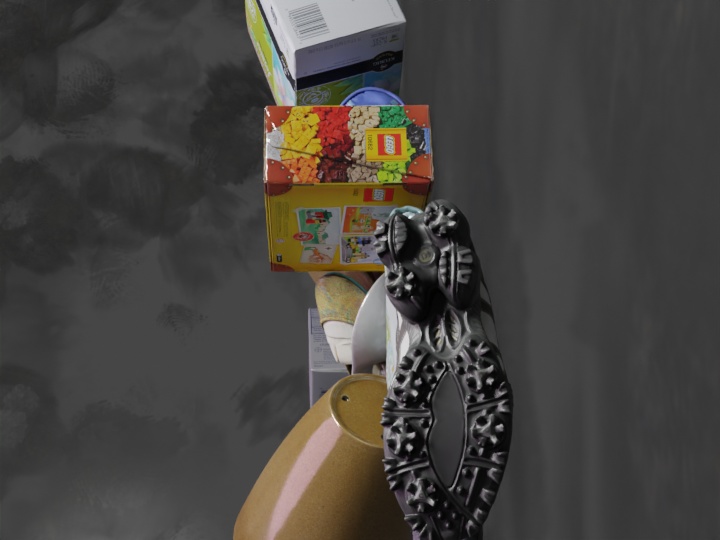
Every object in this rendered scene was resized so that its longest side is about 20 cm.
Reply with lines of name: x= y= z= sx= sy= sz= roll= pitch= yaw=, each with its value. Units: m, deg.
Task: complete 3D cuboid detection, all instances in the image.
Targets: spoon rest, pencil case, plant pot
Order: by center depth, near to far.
plant pot: x=-0.011 y=0.202 z=1.093 sx=0.187 sy=0.184 sz=0.201 roll=-95 pitch=18 yaw=-51
spoon rest: x=0.022 y=0.081 z=1.139 sx=0.099 sy=0.060 sz=0.202 roll=-41 pitch=-38 yaw=-41
pencil case: x=0.007 y=-0.126 z=1.266 sx=0.087 sy=0.078 sz=0.200 roll=-55 pitch=-6 yaw=-14

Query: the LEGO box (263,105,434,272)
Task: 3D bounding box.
LEGO box: x=-0.015 y=-0.071 z=1.088 sx=0.200 sy=0.147 sz=0.078 roll=98 pitch=171 yaw=-67

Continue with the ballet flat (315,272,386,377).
ballet flat: x=0.000 y=0.082 z=1.216 sx=0.201 sy=0.070 sz=0.071 roll=61 pitch=-160 yaw=-49

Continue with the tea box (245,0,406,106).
tea box: x=-0.045 y=-0.278 z=1.322 sx=0.197 sy=0.132 sz=0.202 roll=91 pitch=159 yaw=-61

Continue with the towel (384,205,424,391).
towel: x=0.045 y=0.072 z=0.964 sx=0.201 sy=0.048 sz=0.173 roll=-94 pitch=5 yaw=-50

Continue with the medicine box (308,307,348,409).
medicine box: x=-0.060 y=0.210 z=2.476 sx=0.201 sy=0.102 sz=0.184 roll=-94 pitch=4 yaw=-51

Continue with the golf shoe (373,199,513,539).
golf shoe: x=0.055 y=0.063 z=0.686 sx=0.095 sy=0.077 sz=0.202 roll=55 pitch=-148 yaw=-64

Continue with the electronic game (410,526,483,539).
electronic game: x=0.059 y=0.172 z=0.765 sx=0.200 sy=0.041 sz=0.203 roll=180 pitch=90 yaw=-88

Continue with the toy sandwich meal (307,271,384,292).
toy sandwich meal: x=0.000 y=0.000 z=1.297 sx=0.205 sy=0.070 sz=0.205 roll=47 pitch=167 yaw=15
